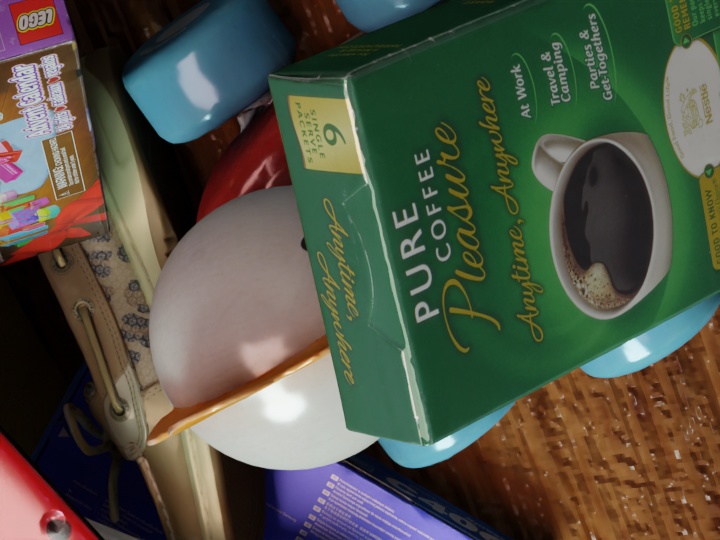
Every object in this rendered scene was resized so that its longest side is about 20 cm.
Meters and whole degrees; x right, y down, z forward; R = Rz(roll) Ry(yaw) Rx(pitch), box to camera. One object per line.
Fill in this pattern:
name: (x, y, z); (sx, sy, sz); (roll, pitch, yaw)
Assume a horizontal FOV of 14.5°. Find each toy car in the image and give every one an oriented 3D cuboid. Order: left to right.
toy car: (0.000, 0.000, 0.955); (0.177, 0.200, 0.185); (-26, 106, 31)

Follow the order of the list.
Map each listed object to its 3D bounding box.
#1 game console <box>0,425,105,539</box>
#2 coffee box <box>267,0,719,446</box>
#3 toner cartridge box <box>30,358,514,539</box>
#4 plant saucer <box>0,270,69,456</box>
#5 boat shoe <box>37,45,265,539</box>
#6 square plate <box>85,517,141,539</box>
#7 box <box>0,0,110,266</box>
game console: (-0.189, 0.093, 1.010); (0.200, 0.119, 0.172); (51, 164, -24)
coffee box: (0.067, -0.037, 0.906); (0.044, 0.200, 0.123); (8, 118, 49)
toner cartridge box: (-0.032, 0.108, 1.101); (0.200, 0.043, 0.095); (31, 96, 3)
plant saucer: (-0.203, 0.094, 1.177); (0.200, 0.048, 0.200); (-20, 109, 29)
boat shoe: (-0.085, 0.020, 1.047); (0.063, 0.073, 0.201); (-17, 83, 10)
square plate: (-0.075, 0.152, 1.078); (0.198, 0.028, 0.200); (18, 150, 22)
box: (-0.155, -0.037, 0.913); (0.136, 0.200, 0.039); (-16, 75, -6)
